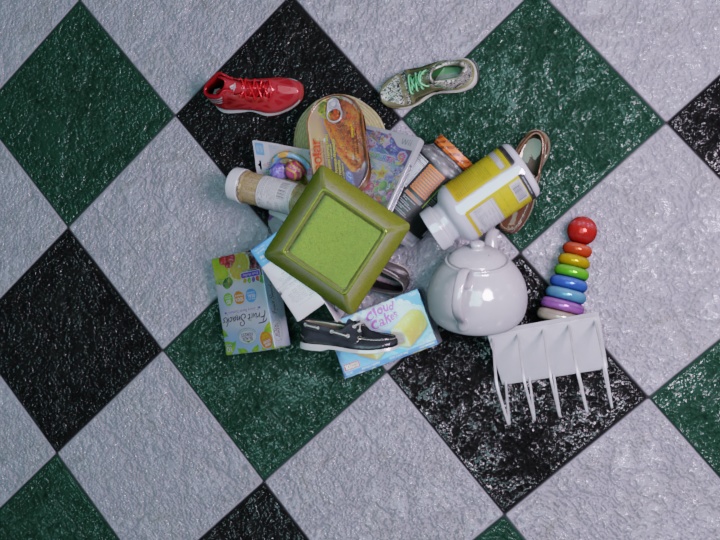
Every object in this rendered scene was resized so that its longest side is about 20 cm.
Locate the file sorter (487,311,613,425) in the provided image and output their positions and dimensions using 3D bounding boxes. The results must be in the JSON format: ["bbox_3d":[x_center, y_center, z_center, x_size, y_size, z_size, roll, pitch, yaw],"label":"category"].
[{"bbox_3d":[0.342,0.182,1.418,0.198,0.125,0.139,-12,130,14],"label":"file sorter"}]

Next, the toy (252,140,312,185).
[{"bbox_3d":[-0.124,-0.186,1.574,0.198,0.047,0.116,9,133,13],"label":"toy"}]

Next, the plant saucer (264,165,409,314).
[{"bbox_3d":[-0.045,-0.052,1.415,0.199,0.048,0.201,34,97,0],"label":"plant saucer"}]

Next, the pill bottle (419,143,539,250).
[{"bbox_3d":[0.208,-0.125,1.409,0.199,0.112,0.112,-34,82,8],"label":"pill bottle"}]

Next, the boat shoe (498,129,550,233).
[{"bbox_3d":[0.299,-0.169,1.484,0.075,0.072,0.202,16,94,14],"label":"boat shoe"}]

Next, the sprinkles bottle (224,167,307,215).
[{"bbox_3d":[-0.166,-0.148,1.546,0.199,0.068,0.069,16,94,23],"label":"sprinkles bottle"}]

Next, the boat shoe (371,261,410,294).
[{"bbox_3d":[0.000,0.000,1.544,0.198,0.057,0.067,14,120,1],"label":"boat shoe"}]

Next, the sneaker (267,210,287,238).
[{"bbox_3d":[-0.101,-0.058,1.592,0.198,0.078,0.141,14,95,23],"label":"sneaker"}]

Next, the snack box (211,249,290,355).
[{"bbox_3d":[-0.223,0.063,1.607,0.141,0.053,0.202,-11,88,38],"label":"snack box"}]

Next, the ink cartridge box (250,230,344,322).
[{"bbox_3d":[-0.116,0.022,1.510,0.068,0.116,0.201,-34,92,10],"label":"ink cartridge box"}]

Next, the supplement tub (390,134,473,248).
[{"bbox_3d":[0.119,-0.151,1.505,0.123,0.122,0.200,45,100,10],"label":"supplement tub"}]

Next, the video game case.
[{"bbox_3d":[0.022,-0.169,1.491,0.143,0.018,0.201,21,84,39],"label":"video game case"}]

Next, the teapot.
[{"bbox_3d":[0.209,0.018,1.434,0.196,0.200,0.147,-12,116,-19],"label":"teapot"}]

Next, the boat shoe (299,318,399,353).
[{"bbox_3d":[-0.024,0.121,1.499,0.198,0.076,0.061,0,95,14],"label":"boat shoe"}]

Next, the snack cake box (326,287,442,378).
[{"bbox_3d":[0.046,0.121,1.553,0.199,0.067,0.116,-22,86,14],"label":"snack cake box"}]

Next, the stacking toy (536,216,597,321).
[{"bbox_3d":[0.388,-0.002,1.462,0.085,0.085,0.202,13,89,14],"label":"stacking toy"}]

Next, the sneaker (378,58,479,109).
[{"bbox_3d":[0.125,-0.368,1.520,0.198,0.089,0.078,-15,87,14],"label":"sneaker"}]

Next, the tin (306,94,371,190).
[{"bbox_3d":[-0.041,-0.231,1.492,0.111,0.042,0.202,-8,77,8],"label":"tin"}]

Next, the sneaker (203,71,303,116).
[{"bbox_3d":[-0.221,-0.356,1.595,0.198,0.115,0.079,-7,88,14],"label":"sneaker"}]

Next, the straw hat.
[{"bbox_3d":[-0.051,-0.262,1.567,0.199,0.085,0.203,0,91,14],"label":"straw hat"}]
